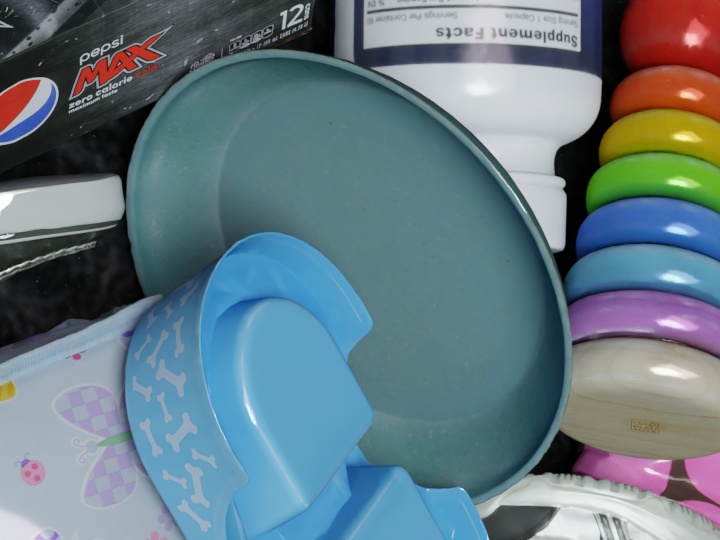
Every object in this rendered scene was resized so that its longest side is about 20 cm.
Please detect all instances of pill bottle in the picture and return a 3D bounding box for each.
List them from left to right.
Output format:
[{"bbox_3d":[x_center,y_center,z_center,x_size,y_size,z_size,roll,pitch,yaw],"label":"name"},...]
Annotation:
[{"bbox_3d":[0.043,-0.108,0.965,0.110,0.111,0.201,2,88,-17],"label":"pill bottle"}]

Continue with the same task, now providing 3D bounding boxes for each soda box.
[{"bbox_3d":[-0.112,-0.094,0.891,0.199,0.071,0.063,-28,63,-24],"label":"soda box"}]

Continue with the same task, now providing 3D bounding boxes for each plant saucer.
[{"bbox_3d":[0.000,0.000,0.922,0.201,0.200,0.036,56,45,-8],"label":"plant saucer"}]

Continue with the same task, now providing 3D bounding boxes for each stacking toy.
[{"bbox_3d":[0.125,-0.030,0.958,0.085,0.085,0.201,18,65,-16],"label":"stacking toy"}]

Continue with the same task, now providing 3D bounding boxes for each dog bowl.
[{"bbox_3d":[-0.018,0.084,0.881,0.201,0.049,0.112,61,35,-15],"label":"dog bowl"}]

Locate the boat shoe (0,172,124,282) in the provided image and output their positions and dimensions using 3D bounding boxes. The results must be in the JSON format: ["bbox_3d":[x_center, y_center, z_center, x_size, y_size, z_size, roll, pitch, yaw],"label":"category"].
[{"bbox_3d":[-0.183,0.009,0.913,0.199,0.071,0.064,-15,97,-6],"label":"boat shoe"}]

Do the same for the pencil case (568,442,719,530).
[{"bbox_3d":[0.165,0.019,1.012,0.093,0.091,0.201,28,82,-20],"label":"pencil case"}]

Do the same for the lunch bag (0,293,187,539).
[{"bbox_3d":[-0.142,0.123,0.880,0.199,0.127,0.171,-21,93,-26],"label":"lunch bag"}]

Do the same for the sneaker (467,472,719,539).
[{"bbox_3d":[0.122,0.145,0.960,0.199,0.076,0.088,19,69,-7],"label":"sneaker"}]
